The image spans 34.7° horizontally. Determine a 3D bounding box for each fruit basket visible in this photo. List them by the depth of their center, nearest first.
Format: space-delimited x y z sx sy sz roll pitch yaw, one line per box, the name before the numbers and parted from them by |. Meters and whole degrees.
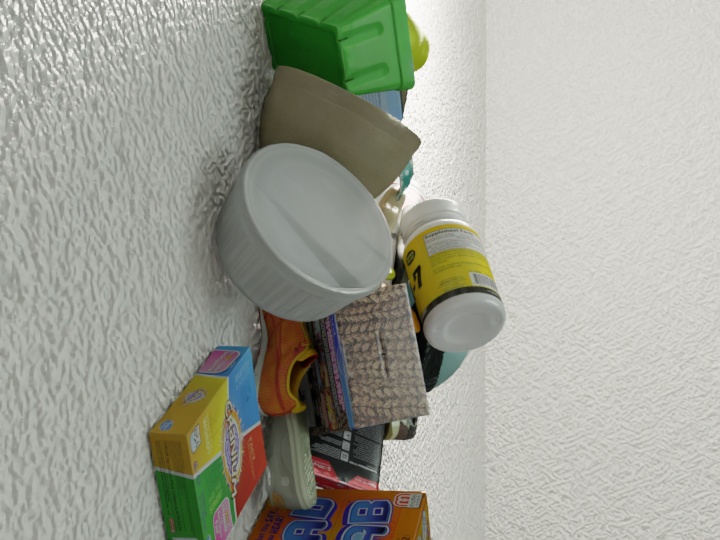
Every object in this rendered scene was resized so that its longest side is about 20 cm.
fruit basket | 0.006 -0.302 1.451 0.216 0.215 0.156 -71 156 -55

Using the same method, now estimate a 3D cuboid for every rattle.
rattle | 0.062 -0.043 1.509 0.200 0.143 0.130 -58 170 -11

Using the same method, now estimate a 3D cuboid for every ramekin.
ramekin | -0.069 -0.035 1.273 0.202 0.094 0.203 26 42 -26

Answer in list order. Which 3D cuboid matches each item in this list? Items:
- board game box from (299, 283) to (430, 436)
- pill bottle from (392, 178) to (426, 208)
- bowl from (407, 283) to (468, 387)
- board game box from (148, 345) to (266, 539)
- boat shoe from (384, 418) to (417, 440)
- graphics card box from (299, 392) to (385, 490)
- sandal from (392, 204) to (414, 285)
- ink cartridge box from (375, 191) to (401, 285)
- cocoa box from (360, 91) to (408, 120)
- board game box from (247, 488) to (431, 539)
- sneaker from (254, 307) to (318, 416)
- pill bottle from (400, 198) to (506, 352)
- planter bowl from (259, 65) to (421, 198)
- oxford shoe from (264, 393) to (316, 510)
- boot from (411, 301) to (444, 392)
board game box | -0.008 0.115 1.426 0.200 0.097 0.160 152 -71 -68
pill bottle | 0.053 -0.080 1.918 0.200 0.112 0.113 -66 152 -61
bowl | 0.071 0.089 1.850 0.105 0.200 0.201 46 43 -52
board game box | -0.153 0.187 1.193 0.200 0.040 0.153 -60 147 -65
boat shoe | 0.057 0.147 1.661 0.066 0.072 0.201 13 74 -32
graphics card box | -0.027 0.200 1.562 0.125 0.051 0.200 24 57 -28
sandal | 0.074 -0.024 1.725 0.201 0.057 0.080 -82 -175 -55
ink cartridge box | 0.000 0.000 1.667 0.147 0.083 0.200 107 -6 -51
cocoa box | -0.009 -0.318 1.610 0.131 0.133 0.200 -80 164 -58
board game box | -0.024 0.400 1.377 0.200 0.199 0.200 -60 147 -64
sneaker | -0.086 0.080 1.408 0.073 0.077 0.201 46 43 -68
pill bottle | 0.121 0.003 1.584 0.114 0.114 0.200 73 2 -49
planter bowl | -0.044 -0.144 1.410 0.135 0.200 0.200 -62 164 -1
oxford shoe | -0.094 0.208 1.421 0.075 0.058 0.200 64 13 -47
boot | 0.056 0.078 1.738 0.073 0.162 0.199 3 104 -53
